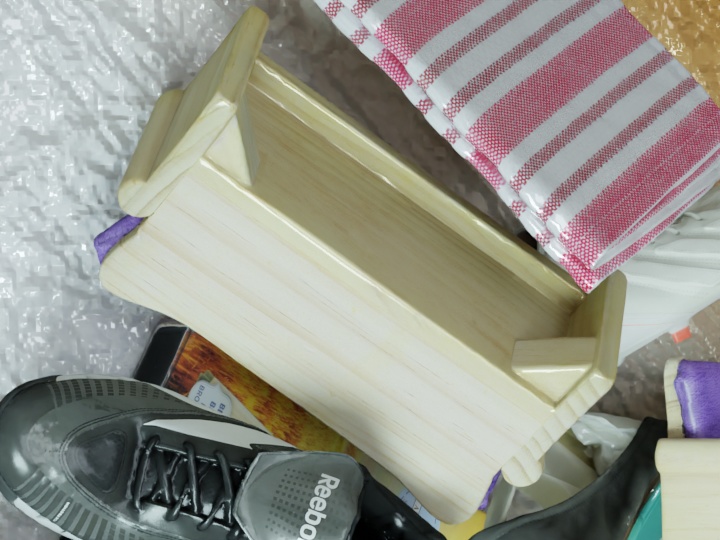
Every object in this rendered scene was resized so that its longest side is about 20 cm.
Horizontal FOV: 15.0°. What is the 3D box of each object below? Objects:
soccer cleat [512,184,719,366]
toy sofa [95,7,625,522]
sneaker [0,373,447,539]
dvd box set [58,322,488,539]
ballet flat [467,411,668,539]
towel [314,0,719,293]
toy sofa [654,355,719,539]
[{"bbox_3d":[0.104,0.004,1.182,0.200,0.069,0.078,-34,104,-27],"label":"soccer cleat"},{"bbox_3d":[0.000,0.000,1.074,0.200,0.098,0.083,35,30,-12],"label":"toy sofa"},{"bbox_3d":[-0.044,0.086,1.028,0.199,0.090,0.067,25,75,-30],"label":"sneaker"},{"bbox_3d":[-0.030,0.133,1.109,0.200,0.029,0.147,35,70,-28],"label":"dvd box set"},{"bbox_3d":[0.098,0.096,1.157,0.068,0.068,0.200,37,26,11],"label":"ballet flat"},{"bbox_3d":[0.056,-0.090,1.108,0.200,0.030,0.146,47,37,5],"label":"towel"},{"bbox_3d":[0.203,0.082,1.189,0.200,0.082,0.098,-2,92,-61],"label":"toy sofa"}]
